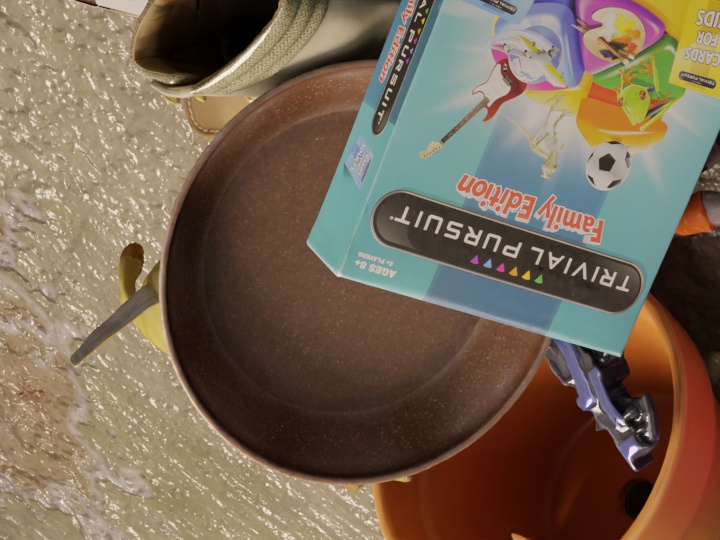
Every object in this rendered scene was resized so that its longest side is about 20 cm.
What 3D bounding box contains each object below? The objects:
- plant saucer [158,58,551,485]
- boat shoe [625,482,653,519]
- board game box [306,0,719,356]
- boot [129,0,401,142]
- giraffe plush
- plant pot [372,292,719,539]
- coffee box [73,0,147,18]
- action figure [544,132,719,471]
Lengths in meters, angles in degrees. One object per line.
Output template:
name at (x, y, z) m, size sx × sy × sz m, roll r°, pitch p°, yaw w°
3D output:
plant saucer at (0.000, 0.000, 0.754) m, size 0.201 × 0.200 × 0.037 m, roll 58°, pitch 171°, yaw -21°
boat shoe at (0.228, 0.186, 0.945) m, size 0.201 × 0.072 × 0.066 m, roll 31°, pitch 155°, yaw 48°
board game box at (0.084, -0.077, 0.700) m, size 0.150 × 0.047 × 0.201 m, roll 16°, pitch 103°, yaw -25°
boot at (-0.056, -0.105, 0.778) m, size 0.199 × 0.154 × 0.073 m, roll -16°, pitch 85°, yaw 42°
giraffe plush at (-0.030, 0.040, 0.873) m, size 0.199 × 0.173 × 0.162 m, roll -35°, pitch 118°, yaw 9°
plant pot at (0.125, 0.109, 0.899) m, size 0.199 × 0.201 × 0.140 m, roll -6°, pitch 154°, yaw 40°
coffee box at (-0.099, -0.239, 0.804) m, size 0.079 × 0.113 × 0.201 m, roll 17°, pitch 134°, yaw 24°
action figure at (0.128, -0.008, 0.815) m, size 0.193 × 0.104 × 0.201 m, roll -36°, pitch 78°, yaw 34°
